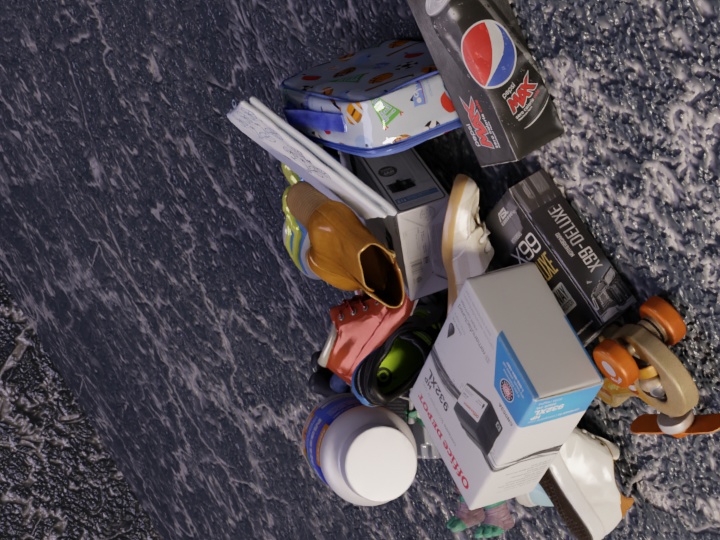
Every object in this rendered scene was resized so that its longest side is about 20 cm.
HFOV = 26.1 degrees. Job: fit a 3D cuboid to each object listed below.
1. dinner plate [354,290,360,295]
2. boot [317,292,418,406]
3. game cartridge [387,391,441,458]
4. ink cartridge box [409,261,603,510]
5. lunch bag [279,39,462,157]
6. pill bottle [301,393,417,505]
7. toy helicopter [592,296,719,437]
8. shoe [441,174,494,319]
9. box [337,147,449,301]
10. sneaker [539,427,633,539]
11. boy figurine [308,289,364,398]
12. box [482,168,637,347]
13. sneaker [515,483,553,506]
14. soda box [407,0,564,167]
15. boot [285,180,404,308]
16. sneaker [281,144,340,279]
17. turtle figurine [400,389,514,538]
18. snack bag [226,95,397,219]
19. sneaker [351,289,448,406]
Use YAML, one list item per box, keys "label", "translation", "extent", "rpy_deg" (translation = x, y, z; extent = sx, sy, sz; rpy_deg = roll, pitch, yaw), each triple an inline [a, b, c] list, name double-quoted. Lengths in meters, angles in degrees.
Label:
- label: "dinner plate"
  translation: [0.056, 0.051, 1.860]
  extent: [0.200, 0.024, 0.201]
  rpy_deg: [45, 153, 31]
- label: "boot"
  translation: [0.022, 0.045, 1.744]
  extent: [0.106, 0.075, 0.202]
  rpy_deg: [26, 109, 7]
- label: "game cartridge"
  translation: [0.047, 0.155, 1.868]
  extent: [0.200, 0.040, 0.135]
  rpy_deg: [172, 88, -68]
- label: "ink cartridge box"
  translation: [0.136, 0.114, 1.504]
  extent: [0.146, 0.083, 0.201]
  rpy_deg: [61, 149, 29]
- label: "lunch bag"
  translation: [0.014, -0.167, 1.528]
  extent: [0.199, 0.159, 0.076]
  rpy_deg: [18, 129, 57]
- label: "pill bottle"
  translation: [0.001, 0.205, 1.762]
  extent: [0.113, 0.111, 0.200]
  rpy_deg: [63, 171, -7]
- label: "toy helicopter"
  translation: [0.269, 0.108, 1.474]
  extent: [0.133, 0.079, 0.200]
  rpy_deg: [50, 166, 0]
- label: "shoe"
  translation: [0.111, -0.010, 1.536]
  extent: [0.053, 0.070, 0.202]
  rpy_deg: [6, 131, 10]
- label: "box"
  translation: [0.037, -0.075, 1.646]
  extent: [0.200, 0.059, 0.118]
  rpy_deg: [-123, 18, -51]
- label: "sneaker"
  translation: [0.213, 0.180, 1.615]
  extent: [0.201, 0.084, 0.073]
  rpy_deg: [58, 161, -8]
- label: "boy figurine"
  translation: [-0.001, 0.078, 1.850]
  extent: [0.201, 0.064, 0.125]
  rpy_deg: [120, 162, -48]
- label: "box"
  translation: [0.177, 0.011, 1.545]
  extent: [0.159, 0.049, 0.200]
  rpy_deg: [56, 157, 10]
- label: "sneaker"
  translation: [0.199, 0.161, 1.672]
  extent: [0.081, 0.074, 0.202]
  rpy_deg: [-1, 115, 29]
- label: "soda box"
  translation: [0.110, -0.200, 1.425]
  extent: [0.071, 0.063, 0.202]
  rpy_deg: [-4, 114, 64]
- label: "boot"
  translation: [0.000, -0.001, 1.620]
  extent: [0.144, 0.071, 0.202]
  rpy_deg: [44, 174, 37]
- label: "sneaker"
  translation: [-0.043, -0.061, 1.867]
  extent: [0.105, 0.075, 0.202]
  rpy_deg: [32, 143, 45]
- label: "turtle figurine"
  translation: [0.112, 0.186, 1.701]
  extent: [0.150, 0.099, 0.203]
  rpy_deg: [-165, 61, -80]
- label: "snack bag"
  translation: [-0.059, -0.110, 1.585]
  extent: [0.188, 0.022, 0.200]
  rpy_deg: [37, 174, -11]
- label: "sneaker"
  translation: [0.073, 0.070, 1.651]
  extent: [0.071, 0.200, 0.083]
  rpy_deg: [44, 173, -13]
